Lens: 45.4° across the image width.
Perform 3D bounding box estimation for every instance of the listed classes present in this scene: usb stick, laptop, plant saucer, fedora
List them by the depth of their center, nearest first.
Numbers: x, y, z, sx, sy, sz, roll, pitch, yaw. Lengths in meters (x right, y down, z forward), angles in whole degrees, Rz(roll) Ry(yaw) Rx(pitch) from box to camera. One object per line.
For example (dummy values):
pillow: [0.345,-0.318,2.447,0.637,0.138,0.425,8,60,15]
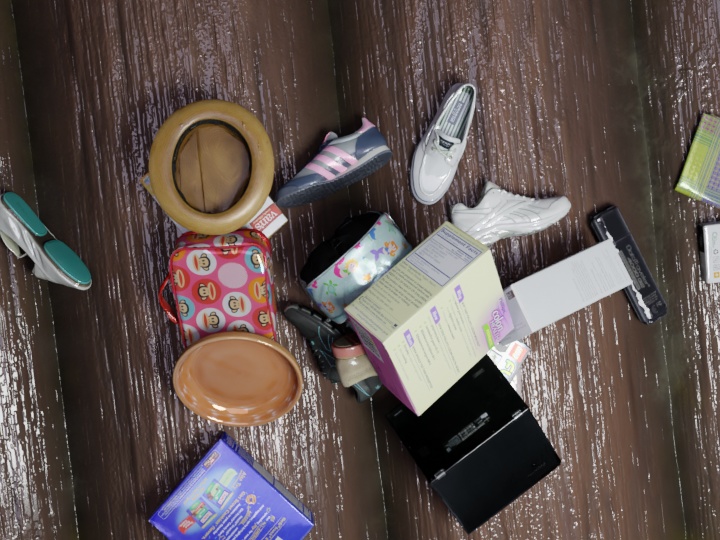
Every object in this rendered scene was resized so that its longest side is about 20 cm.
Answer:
fedora: [-0.221,-0.151,1.294,0.197,0.082,0.204,0,85,-5]
plant saucer: [-0.187,0.162,1.319,0.197,0.038,0.202,0,130,0]
laptop: [0.175,0.262,1.332,0.186,0.116,0.201,-36,63,-2]
usb stick: [0.435,-0.010,1.397,0.055,0.033,0.202,-28,92,-9]

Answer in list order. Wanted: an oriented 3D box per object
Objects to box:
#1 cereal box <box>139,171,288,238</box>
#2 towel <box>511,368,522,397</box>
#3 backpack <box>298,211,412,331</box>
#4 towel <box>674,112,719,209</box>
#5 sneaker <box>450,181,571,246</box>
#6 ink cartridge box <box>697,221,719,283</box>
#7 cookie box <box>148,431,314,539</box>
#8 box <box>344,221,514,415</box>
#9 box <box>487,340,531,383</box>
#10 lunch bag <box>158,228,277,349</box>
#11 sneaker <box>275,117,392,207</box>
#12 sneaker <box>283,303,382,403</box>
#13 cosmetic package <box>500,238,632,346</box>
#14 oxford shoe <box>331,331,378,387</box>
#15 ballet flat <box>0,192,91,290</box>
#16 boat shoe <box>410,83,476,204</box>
cereal box: [-0.229,-0.110,1.354,0.144,0.040,0.201,-41,93,-1]
towel: [0.167,0.185,1.387,0.188,0.032,0.203,-2,91,-2]
backpack: [0.000,0.000,1.289,0.177,0.200,0.151,-41,93,-2]
towel: [0.626,-0.159,1.409,0.197,0.023,0.145,20,91,-3]
sneaker: [0.234,-0.099,1.364,0.197,0.078,0.101,-16,89,-4]
ink cartridge box: [0.651,-0.039,1.391,0.197,0.037,0.096,-6,100,5]
cookie box: [-0.199,0.387,1.349,0.200,0.075,0.171,43,89,-3]
box: [0.102,0.068,1.218,0.199,0.096,0.177,-40,135,-13]
box: [0.171,0.178,1.354,0.109,0.035,0.201,32,89,-2]
lunch bag: [-0.218,0.040,1.309,0.173,0.082,0.203,-3,116,-2]
sneaker: [-0.053,-0.169,1.358,0.198,0.070,0.083,-26,76,-5]
sneaker: [-0.046,0.128,1.353,0.199,0.075,0.080,37,91,-3]
cosmetic package: [0.300,0.034,1.320,0.198,0.113,0.082,-25,82,-19]
oxford shoe: [0.047,0.123,1.321,0.198,0.070,0.076,-13,105,-24]
ballet flat: [-0.500,-0.032,1.336,0.069,0.069,0.200,-43,89,-1]
boat shoe: [0.129,-0.204,1.358,0.073,0.067,0.203,17,90,-3]
